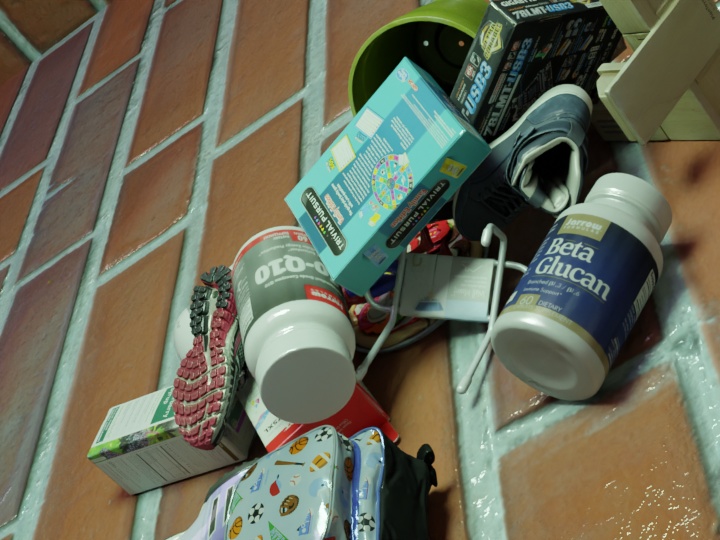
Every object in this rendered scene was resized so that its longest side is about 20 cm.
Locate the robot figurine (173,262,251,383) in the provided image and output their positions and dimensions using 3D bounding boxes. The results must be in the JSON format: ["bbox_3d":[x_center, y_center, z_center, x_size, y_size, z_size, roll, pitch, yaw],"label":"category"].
[{"bbox_3d":[-0.124,0.054,1.737,0.200,0.150,0.125,-42,70,-2],"label":"robot figurine"}]

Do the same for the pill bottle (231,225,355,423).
[{"bbox_3d":[-0.066,0.054,1.504,0.114,0.114,0.201,-35,34,13],"label":"pill bottle"}]

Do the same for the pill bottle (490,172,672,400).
[{"bbox_3d":[0.210,0.009,1.361,0.111,0.111,0.201,-5,44,50],"label":"pill bottle"}]

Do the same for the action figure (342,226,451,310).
[{"bbox_3d":[0.000,0.000,1.634,0.199,0.065,0.099,-33,45,20],"label":"action figure"}]

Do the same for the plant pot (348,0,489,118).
[{"bbox_3d":[0.105,-0.250,1.828,0.199,0.201,0.193,-26,19,28],"label":"plant pot"}]

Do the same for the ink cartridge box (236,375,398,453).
[{"bbox_3d":[-0.048,0.149,1.547,0.116,0.067,0.200,-42,27,0],"label":"ink cartridge box"}]

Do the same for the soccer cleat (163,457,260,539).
[{"bbox_3d":[-0.147,0.276,1.508,0.200,0.068,0.073,-42,43,-1],"label":"soccer cleat"}]

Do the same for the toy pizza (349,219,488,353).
[{"bbox_3d":[0.056,0.010,1.657,0.199,0.032,0.201,-32,28,19],"label":"toy pizza"}]

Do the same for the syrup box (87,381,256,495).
[{"bbox_3d":[-0.211,0.185,1.698,0.199,0.081,0.079,-22,34,37],"label":"syrup box"}]

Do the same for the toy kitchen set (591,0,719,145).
[{"bbox_3d":[0.259,-0.202,1.511,0.163,0.200,0.180,-51,28,-20],"label":"toy kitchen set"}]

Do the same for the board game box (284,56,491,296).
[{"bbox_3d":[0.024,-0.096,1.509,0.200,0.047,0.151,-48,41,15],"label":"board game box"}]

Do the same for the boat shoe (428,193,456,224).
[{"bbox_3d":[0.112,-0.093,1.631,0.199,0.074,0.060,-20,-21,-44],"label":"boat shoe"}]

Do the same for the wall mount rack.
[{"bbox_3d":[0.074,0.038,1.498,0.198,0.074,0.175,4,78,27],"label":"wall mount rack"}]

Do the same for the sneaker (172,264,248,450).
[{"bbox_3d":[-0.144,0.097,1.600,0.080,0.074,0.202,-8,62,40],"label":"sneaker"}]

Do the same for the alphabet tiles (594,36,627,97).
[{"bbox_3d":[0.219,-0.226,1.634,0.167,0.200,0.008,-42,58,-1],"label":"alphabet tiles"}]

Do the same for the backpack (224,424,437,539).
[{"bbox_3d":[-0.038,0.245,1.314,0.190,0.154,0.201,-37,28,33],"label":"backpack"}]

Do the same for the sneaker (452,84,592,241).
[{"bbox_3d":[0.155,-0.080,1.480,0.203,0.077,0.147,-52,14,31],"label":"sneaker"}]

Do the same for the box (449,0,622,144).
[{"bbox_3d":[0.180,-0.201,1.562,0.198,0.201,0.050,-16,50,-39],"label":"box"}]
